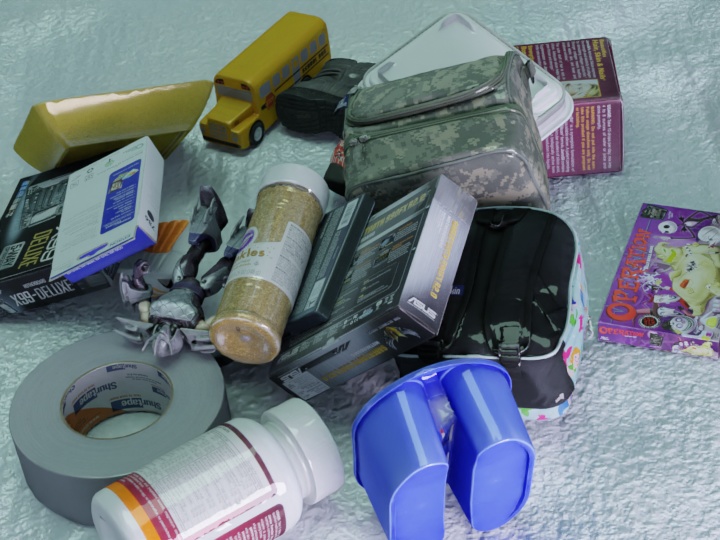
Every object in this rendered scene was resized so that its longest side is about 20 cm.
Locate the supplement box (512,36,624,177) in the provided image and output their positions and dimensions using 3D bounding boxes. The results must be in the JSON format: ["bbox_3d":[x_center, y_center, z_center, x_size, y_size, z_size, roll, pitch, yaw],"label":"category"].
[{"bbox_3d":[0.187,-0.178,1.821,0.200,0.103,0.131,-4,39,4],"label":"supplement box"}]

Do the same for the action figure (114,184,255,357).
[{"bbox_3d":[-0.161,0.011,1.565,0.130,0.069,0.200,16,47,11],"label":"action figure"}]

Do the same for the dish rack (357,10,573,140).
[{"bbox_3d":[0.109,-0.193,1.737,0.172,0.044,0.200,-38,61,-19],"label":"dish rack"}]

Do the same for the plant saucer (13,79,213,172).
[{"bbox_3d":[-0.274,-0.152,1.818,0.200,0.049,0.200,-10,-7,-20],"label":"plant saucer"}]

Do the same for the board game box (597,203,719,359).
[{"bbox_3d":[0.319,0.007,1.634,0.120,0.032,0.200,5,40,21],"label":"board game box"}]

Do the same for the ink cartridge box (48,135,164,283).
[{"bbox_3d":[-0.248,-0.052,1.607,0.099,0.039,0.200,-24,31,14],"label":"ink cartridge box"}]

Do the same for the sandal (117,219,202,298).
[{"bbox_3d":[-0.221,-0.008,1.712,0.206,0.059,0.079,2,45,46],"label":"sandal"}]

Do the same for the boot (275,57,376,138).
[{"bbox_3d":[0.012,-0.198,1.907,0.200,0.070,0.132,24,41,25],"label":"boot"}]

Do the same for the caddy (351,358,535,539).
[{"bbox_3d":[0.067,0.149,1.369,0.141,0.200,0.105,-17,57,-11],"label":"caddy"}]

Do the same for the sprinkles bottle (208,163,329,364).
[{"bbox_3d":[-0.082,-0.009,1.510,0.068,0.068,0.200,4,48,14],"label":"sprinkles bottle"}]

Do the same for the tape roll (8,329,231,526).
[{"bbox_3d":[-0.220,0.143,1.514,0.200,0.066,0.200,-5,38,4],"label":"tape roll"}]

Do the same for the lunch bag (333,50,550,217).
[{"bbox_3d":[0.080,-0.125,1.610,0.200,0.139,0.168,-13,51,17],"label":"lunch bag"}]

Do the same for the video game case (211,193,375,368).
[{"bbox_3d":[-0.072,0.014,1.569,0.200,0.019,0.143,-26,34,49],"label":"video game case"}]

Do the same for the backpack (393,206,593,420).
[{"bbox_3d":[0.126,0.039,1.516,0.177,0.151,0.200,-1,51,17],"label":"backpack"}]

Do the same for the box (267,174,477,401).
[{"bbox_3d":[0.010,0.018,1.489,0.200,0.048,0.159,-30,31,45],"label":"box"}]

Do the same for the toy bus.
[{"bbox_3d":[-0.113,-0.226,1.945,0.065,0.078,0.200,17,44,27],"label":"toy bus"}]

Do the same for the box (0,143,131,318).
[{"bbox_3d":[-0.316,-0.042,1.734,0.158,0.050,0.200,-15,35,22],"label":"box"}]

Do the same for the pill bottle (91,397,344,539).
[{"bbox_3d":[-0.120,0.194,1.399,0.200,0.110,0.110,-27,43,-24],"label":"pill bottle"}]

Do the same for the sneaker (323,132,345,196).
[{"bbox_3d":[0.060,-0.123,1.755,0.201,0.067,0.108,12,75,33],"label":"sneaker"}]
